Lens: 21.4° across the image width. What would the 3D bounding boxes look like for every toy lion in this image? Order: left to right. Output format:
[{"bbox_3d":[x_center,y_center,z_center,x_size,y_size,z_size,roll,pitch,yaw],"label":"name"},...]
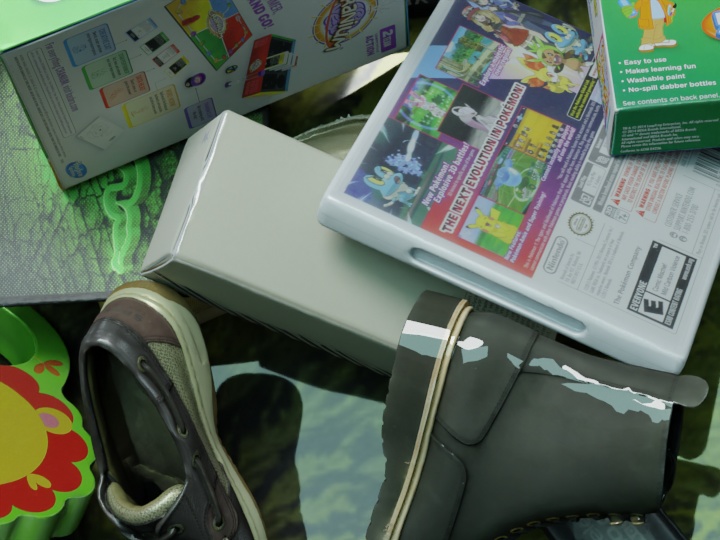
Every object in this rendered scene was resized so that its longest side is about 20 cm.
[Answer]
[{"bbox_3d":[-0.212,0.065,0.968,0.191,0.200,0.069,30,116,8],"label":"toy lion"}]

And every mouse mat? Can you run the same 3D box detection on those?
[{"bbox_3d":[-0.126,-0.078,0.999,0.160,0.008,0.201,-4,68,3],"label":"mouse mat"}]

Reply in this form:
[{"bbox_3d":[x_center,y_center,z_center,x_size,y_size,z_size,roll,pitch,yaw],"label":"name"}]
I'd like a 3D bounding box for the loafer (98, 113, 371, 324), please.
[{"bbox_3d":[-0.055,-0.023,1.011,0.199,0.068,0.076,-28,72,4],"label":"loafer"}]

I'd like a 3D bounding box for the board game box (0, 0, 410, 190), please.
[{"bbox_3d":[-0.074,-0.123,0.928,0.199,0.153,0.040,-23,69,-7],"label":"board game box"}]

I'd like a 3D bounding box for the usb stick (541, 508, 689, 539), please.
[{"bbox_3d":[0.138,0.147,0.945,0.055,0.033,0.200,-41,71,7],"label":"usb stick"}]

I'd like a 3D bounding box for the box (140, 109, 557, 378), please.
[{"bbox_3d":[0.000,0.000,0.942,0.199,0.068,0.082,24,75,-16],"label":"box"}]

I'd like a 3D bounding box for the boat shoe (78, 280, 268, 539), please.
[{"bbox_3d":[-0.099,0.107,0.944,0.073,0.065,0.201,-6,110,32],"label":"boat shoe"}]

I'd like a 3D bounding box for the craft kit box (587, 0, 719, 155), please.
[{"bbox_3d":[0.212,-0.157,0.960,0.199,0.049,0.198,-5,57,1],"label":"craft kit box"}]

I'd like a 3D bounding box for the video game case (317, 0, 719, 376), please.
[{"bbox_3d":[0.096,-0.052,0.934,0.182,0.023,0.200,25,45,5],"label":"video game case"}]

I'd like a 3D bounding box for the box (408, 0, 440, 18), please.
[{"bbox_3d":[-0.019,-0.217,1.062,0.199,0.050,0.159,-6,74,10],"label":"box"}]

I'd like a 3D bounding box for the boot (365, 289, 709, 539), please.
[{"bbox_3d":[0.078,0.117,0.893,0.138,0.201,0.078,15,38,14],"label":"boot"}]
